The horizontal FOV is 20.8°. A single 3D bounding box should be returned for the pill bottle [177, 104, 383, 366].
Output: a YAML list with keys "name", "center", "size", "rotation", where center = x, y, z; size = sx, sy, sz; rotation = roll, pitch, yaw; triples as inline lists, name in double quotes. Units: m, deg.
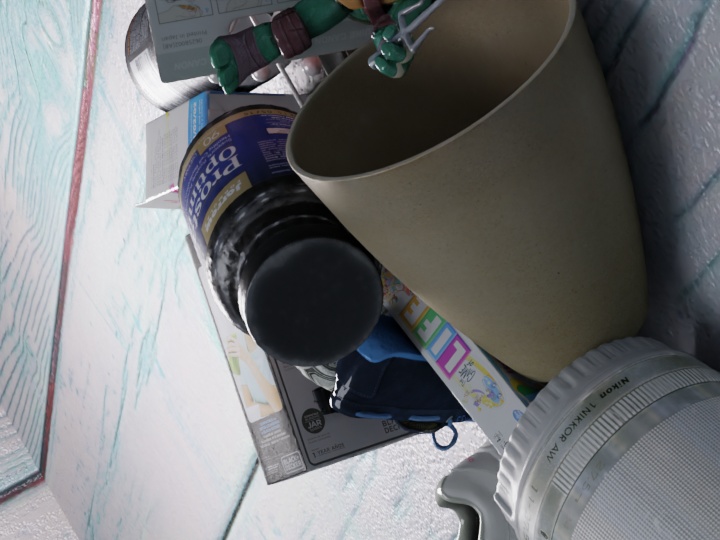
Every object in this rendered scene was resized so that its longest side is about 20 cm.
- name: "pill bottle"
  center: [-0.048, -0.022, 1.238]
  size: [0.200, 0.111, 0.112]
  rotation: [-119, 11, -63]

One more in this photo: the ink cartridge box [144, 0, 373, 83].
- name: "ink cartridge box"
  center: [-0.067, -0.228, 1.205]
  size: [0.057, 0.162, 0.201]
  rotation: [-142, 42, -77]

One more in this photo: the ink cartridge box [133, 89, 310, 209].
- name: "ink cartridge box"
  center: [-0.100, -0.091, 1.542]
  size: [0.200, 0.115, 0.068]
  rotation: [166, 103, -66]

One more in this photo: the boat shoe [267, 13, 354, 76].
- name: "boat shoe"
  center: [-0.046, -0.205, 1.376]
  size: [0.072, 0.066, 0.202]
  rotation: [12, 127, 62]

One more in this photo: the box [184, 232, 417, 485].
- name: "box"
  center: [-0.042, 0.047, 1.475]
  size: [0.060, 0.116, 0.201]
  rotation: [-26, 82, 52]

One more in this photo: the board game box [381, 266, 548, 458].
- name: "board game box"
  center: [0.091, 0.051, 1.267]
  size: [0.034, 0.134, 0.200]
  rotation: [-54, 48, 19]

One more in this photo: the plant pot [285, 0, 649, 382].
- name: "plant pot"
  center: [0.085, -0.037, 1.152]
  size: [0.200, 0.187, 0.187]
  rotation: [57, 163, -27]

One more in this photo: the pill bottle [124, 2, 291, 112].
- name: "pill bottle"
  center: [-0.123, -0.179, 1.531]
  size: [0.107, 0.106, 0.200]
  rotation: [64, 159, -5]

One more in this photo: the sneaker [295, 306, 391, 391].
- name: "sneaker"
  center: [0.000, 0.000, 1.358]
  size: [0.078, 0.200, 0.082]
  rotation: [-7, 131, 41]

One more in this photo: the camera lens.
- name: "camera lens"
  center: [0.193, 0.150, 1.116]
  size: [0.200, 0.160, 0.160]
  rotation: [43, 152, 42]

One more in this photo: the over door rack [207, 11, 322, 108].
- name: "over door rack"
  center: [-0.033, -0.131, 1.310]
  size: [0.200, 0.067, 0.148]
  rotation: [49, 160, -24]

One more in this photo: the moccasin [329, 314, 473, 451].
- name: "moccasin"
  center: [0.037, 0.073, 1.310]
  size: [0.080, 0.068, 0.200]
  rotation: [42, -167, 35]

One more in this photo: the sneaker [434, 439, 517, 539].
- name: "sneaker"
  center: [0.116, 0.227, 1.470]
  size: [0.201, 0.099, 0.078]
  rotation: [61, 159, 4]

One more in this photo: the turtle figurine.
- name: "turtle figurine"
  center: [0.004, -0.176, 1.143]
  size: [0.101, 0.199, 0.150]
  rotation: [39, -142, -73]
